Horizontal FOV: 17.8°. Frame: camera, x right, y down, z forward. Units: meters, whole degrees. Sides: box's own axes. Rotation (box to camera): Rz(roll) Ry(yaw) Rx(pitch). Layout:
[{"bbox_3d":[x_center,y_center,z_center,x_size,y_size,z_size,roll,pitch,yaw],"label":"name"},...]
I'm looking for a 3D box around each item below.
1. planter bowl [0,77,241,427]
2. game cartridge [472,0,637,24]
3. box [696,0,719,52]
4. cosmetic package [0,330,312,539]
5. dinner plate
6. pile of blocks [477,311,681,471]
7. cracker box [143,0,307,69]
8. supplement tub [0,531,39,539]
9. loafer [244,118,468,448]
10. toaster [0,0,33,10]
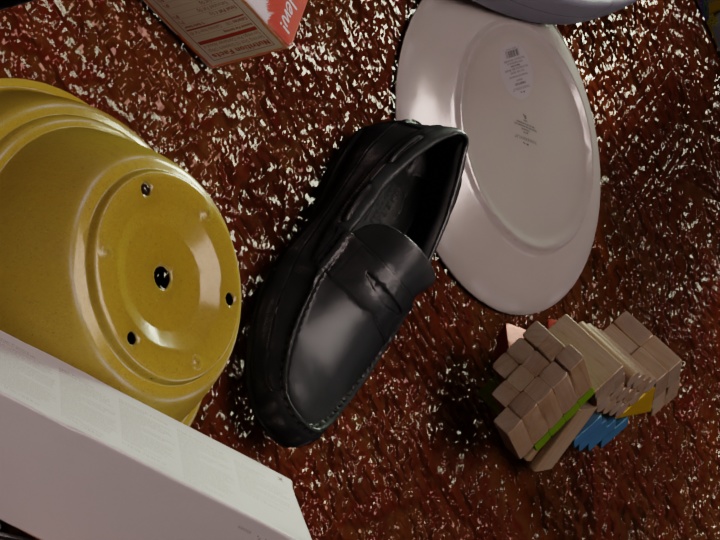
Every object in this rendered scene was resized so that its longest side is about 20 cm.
[{"bbox_3d":[-0.111,0.008,0.992,0.200,0.083,0.201,15,70,-49],"label":"planter bowl"},{"bbox_3d":[0.088,-0.211,1.321,0.200,0.041,0.134,8,63,-50],"label":"game cartridge"},{"bbox_3d":[0.357,-0.167,1.532,0.122,0.200,0.193,-50,119,-45],"label":"box"},{"bbox_3d":[-0.118,0.072,0.903,0.200,0.083,0.051,29,101,-15],"label":"cosmetic package"},{"bbox_3d":[0.088,-0.075,1.315,0.200,0.024,0.201,18,67,-49],"label":"dinner plate"},{"bbox_3d":[0.112,0.061,1.296,0.062,0.082,0.200,43,18,24],"label":"pile of blocks"},{"bbox_3d":[-0.091,-0.211,1.090,0.200,0.058,0.134,45,49,-37],"label":"cracker box"},{"bbox_3d":[-0.167,0.153,0.854,0.200,0.122,0.123,21,65,-47],"label":"supplement tub"},{"bbox_3d":[0.000,0.000,1.145,0.068,0.070,0.201,50,46,-31],"label":"loafer"},{"bbox_3d":[-0.160,-0.207,0.907,0.200,0.180,0.119,52,43,-32],"label":"toaster"}]
